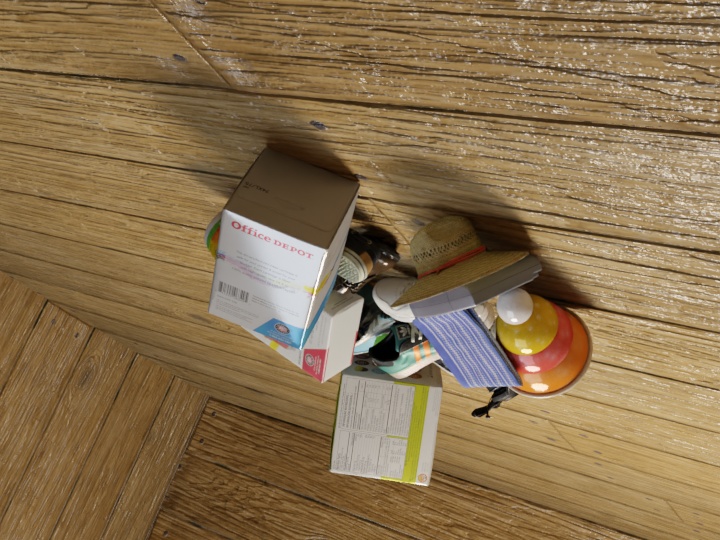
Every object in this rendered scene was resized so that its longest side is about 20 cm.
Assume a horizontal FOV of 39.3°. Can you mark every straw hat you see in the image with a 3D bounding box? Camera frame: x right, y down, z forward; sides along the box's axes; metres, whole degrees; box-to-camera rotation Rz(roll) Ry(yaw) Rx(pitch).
[{"bbox_3d":[0.112,-0.025,1.320,0.201,0.200,0.086,-19,93,66],"label":"straw hat"}]

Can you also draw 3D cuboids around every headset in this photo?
[{"bbox_3d":[0.225,0.186,1.757,0.124,0.094,0.201,55,168,37],"label":"headset"}]

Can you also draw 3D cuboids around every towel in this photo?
[{"bbox_3d":[0.152,0.114,1.475,0.145,0.024,0.200,54,163,-5],"label":"towel"}]

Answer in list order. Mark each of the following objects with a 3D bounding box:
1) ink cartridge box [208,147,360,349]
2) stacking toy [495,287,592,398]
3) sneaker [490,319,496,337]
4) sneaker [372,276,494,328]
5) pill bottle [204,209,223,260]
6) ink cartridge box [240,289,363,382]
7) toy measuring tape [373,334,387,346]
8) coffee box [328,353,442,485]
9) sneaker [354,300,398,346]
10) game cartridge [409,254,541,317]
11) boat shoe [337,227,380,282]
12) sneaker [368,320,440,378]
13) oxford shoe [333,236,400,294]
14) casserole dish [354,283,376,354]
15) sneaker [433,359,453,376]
[{"bbox_3d":[-0.105,-0.029,1.369,0.146,0.146,0.201,22,135,5],"label":"ink cartridge box"},{"bbox_3d":[0.236,0.079,1.398,0.145,0.147,0.200,14,159,28],"label":"stacking toy"},{"bbox_3d":[0.290,0.141,1.639,0.084,0.075,0.200,12,161,45],"label":"sneaker"},{"bbox_3d":[0.110,0.035,1.574,0.199,0.078,0.100,9,152,18],"label":"sneaker"},{"bbox_3d":[-0.147,-0.002,1.554,0.200,0.111,0.111,53,177,25],"label":"pill bottle"},{"bbox_3d":[-0.103,0.071,1.699,0.199,0.083,0.146,31,130,28],"label":"ink cartridge box"},{"bbox_3d":[0.059,0.147,1.818,0.073,0.074,0.200,20,166,9],"label":"toy measuring tape"},{"bbox_3d":[0.049,0.278,1.978,0.196,0.202,0.200,7,-168,0],"label":"coffee box"},{"bbox_3d":[0.036,0.089,1.726,0.199,0.078,0.086,-28,146,37],"label":"sneaker"},{"bbox_3d":[0.145,0.024,1.381,0.041,0.133,0.200,64,158,-3],"label":"game cartridge"},{"bbox_3d":[-0.050,-0.049,1.508,0.199,0.062,0.075,30,146,34],"label":"boat shoe"},{"bbox_3d":[0.098,0.108,1.651,0.200,0.072,0.080,-39,134,26],"label":"sneaker"},{"bbox_3d":[0.000,0.000,1.569,0.072,0.085,0.200,30,161,-17],"label":"oxford shoe"},{"bbox_3d":[-0.019,0.088,1.809,0.120,0.039,0.201,-11,132,17],"label":"casserole dish"},{"bbox_3d":[0.156,0.141,1.826,0.199,0.072,0.083,21,163,6],"label":"sneaker"}]
